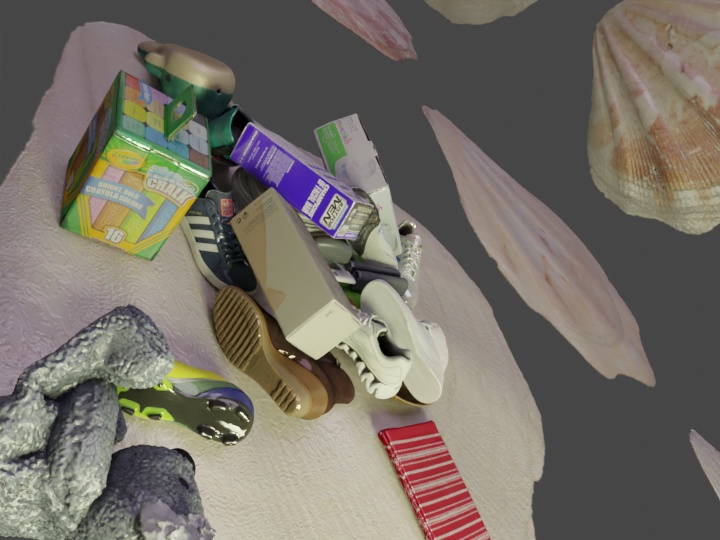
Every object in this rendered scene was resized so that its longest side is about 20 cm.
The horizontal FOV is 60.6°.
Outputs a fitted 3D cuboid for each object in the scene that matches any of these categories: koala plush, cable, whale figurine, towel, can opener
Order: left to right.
[{"bbox_3d":[-0.199,0.175,0.480,0.200,0.177,0.184,46,40,1],"label":"koala plush"},{"bbox_3d":[-0.304,-0.325,1.051,0.198,0.106,0.157,32,21,28],"label":"whale figurine"},{"bbox_3d":[-0.121,-0.100,0.994,0.196,0.070,0.201,7,36,-42],"label":"cable"},{"bbox_3d":[0.000,0.000,0.959,0.196,0.067,0.053,15,26,-41],"label":"can opener"},{"bbox_3d":[0.107,0.310,0.868,0.143,0.022,0.204,9,48,-52],"label":"towel"}]

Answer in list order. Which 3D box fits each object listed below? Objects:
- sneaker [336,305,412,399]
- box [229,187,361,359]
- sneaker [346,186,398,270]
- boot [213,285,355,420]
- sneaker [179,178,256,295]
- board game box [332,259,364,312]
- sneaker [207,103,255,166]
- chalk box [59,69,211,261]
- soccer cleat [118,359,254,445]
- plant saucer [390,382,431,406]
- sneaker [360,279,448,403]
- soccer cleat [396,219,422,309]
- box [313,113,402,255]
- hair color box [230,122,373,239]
[{"bbox_3d":[-0.004,0.084,0.878,0.200,0.082,0.075,44,41,12],"label":"sneaker"},{"bbox_3d":[-0.085,0.002,0.796,0.202,0.077,0.095,59,6,33],"label":"box"},{"bbox_3d":[0.009,-0.054,1.027,0.073,0.071,0.203,50,-13,52],"label":"sneaker"},{"bbox_3d":[-0.099,0.108,0.819,0.202,0.072,0.166,52,15,17],"label":"boot"},{"bbox_3d":[-0.194,-0.060,0.853,0.202,0.084,0.074,55,30,14],"label":"sneaker"},{"bbox_3d":[-0.036,0.005,1.008,0.094,0.030,0.200,-3,44,-52],"label":"board game box"},{"bbox_3d":[-0.232,-0.205,0.922,0.196,0.119,0.087,4,83,-39],"label":"sneaker"},{"bbox_3d":[-0.259,-0.137,0.738,0.122,0.200,0.127,22,35,-35],"label":"chalk box"},{"bbox_3d":[-0.203,0.123,0.655,0.197,0.066,0.084,31,2,-19],"label":"soccer cleat"},{"bbox_3d":[0.048,0.137,0.990,0.198,0.035,0.203,34,31,-23],"label":"plant saucer"},{"bbox_3d":[0.071,0.092,0.957,0.204,0.072,0.116,61,24,-9],"label":"sneaker"},{"bbox_3d":[0.087,-0.020,1.188,0.069,0.086,0.203,27,34,-30],"label":"soccer cleat"},{"bbox_3d":[-0.002,-0.145,1.124,0.178,0.094,0.204,71,0,-53],"label":"box"},{"bbox_3d":[-0.083,-0.128,0.904,0.198,0.066,0.109,36,11,12],"label":"hair color box"}]
